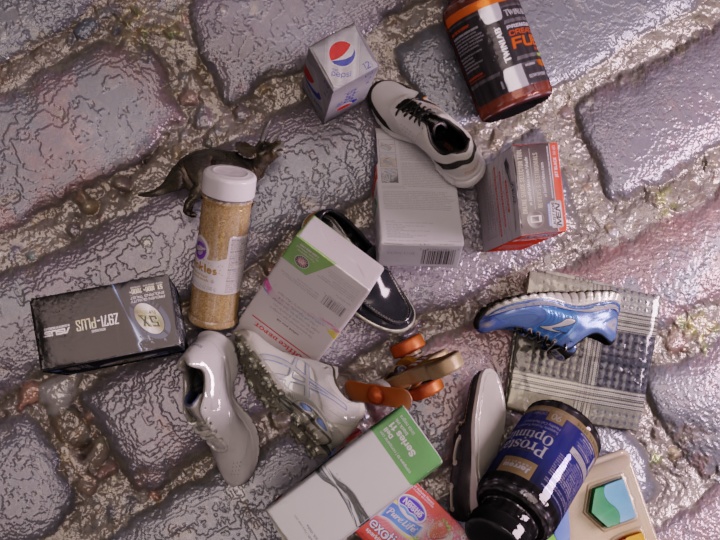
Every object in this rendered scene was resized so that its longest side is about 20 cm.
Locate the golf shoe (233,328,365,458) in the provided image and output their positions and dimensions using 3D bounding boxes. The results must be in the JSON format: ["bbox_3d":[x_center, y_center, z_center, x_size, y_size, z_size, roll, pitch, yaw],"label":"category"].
[{"bbox_3d":[-0.078,0.139,1.460,0.097,0.079,0.200,-32,67,-27],"label":"golf shoe"}]

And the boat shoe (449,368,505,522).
[{"bbox_3d":[0.149,0.230,1.526,0.073,0.060,0.203,5,84,-48],"label":"boat shoe"}]

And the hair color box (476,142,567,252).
[{"bbox_3d":[0.202,-0.089,1.487,0.063,0.200,0.113,-5,86,-6],"label":"hair color box"}]

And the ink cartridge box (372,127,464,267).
[{"bbox_3d":[0.072,-0.098,1.538,0.107,0.051,0.202,1,52,-6],"label":"ink cartridge box"}]

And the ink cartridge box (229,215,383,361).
[{"bbox_3d":[-0.073,0.045,1.486,0.117,0.067,0.201,36,122,-2],"label":"ink cartridge box"}]

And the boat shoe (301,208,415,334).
[{"bbox_3d":[0.000,0.000,1.522,0.074,0.062,0.201,-40,90,-26],"label":"boat shoe"}]

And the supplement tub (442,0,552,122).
[{"bbox_3d":[0.174,-0.307,1.550,0.106,0.107,0.202,-21,88,-7],"label":"supplement tub"}]

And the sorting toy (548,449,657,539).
[{"bbox_3d":[0.303,0.359,1.544,0.183,0.036,0.202,-17,87,-7],"label":"sorting toy"}]

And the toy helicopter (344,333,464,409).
[{"bbox_3d":[0.064,0.130,1.454,0.131,0.200,0.080,-24,88,-25],"label":"toy helicopter"}]

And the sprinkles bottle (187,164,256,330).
[{"bbox_3d":[-0.175,-0.028,1.470,0.067,0.068,0.203,7,110,-5],"label":"sprinkles bottle"}]

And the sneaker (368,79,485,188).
[{"bbox_3d":[0.085,-0.195,1.521,0.200,0.080,0.074,40,81,24],"label":"sneaker"}]

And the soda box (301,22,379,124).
[{"bbox_3d":[-0.029,-0.245,1.475,0.068,0.200,0.064,-29,89,-6],"label":"soda box"}]

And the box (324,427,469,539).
[{"bbox_3d":[0.035,0.304,1.489,0.200,0.095,0.100,43,83,-1],"label":"box"}]

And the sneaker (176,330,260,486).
[{"bbox_3d":[-0.187,0.181,1.463,0.074,0.087,0.202,-10,101,30],"label":"sneaker"}]

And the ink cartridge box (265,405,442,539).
[{"bbox_3d":[-0.010,0.252,1.367,0.199,0.147,0.083,-36,85,-8],"label":"ink cartridge box"}]

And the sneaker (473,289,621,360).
[{"bbox_3d":[0.244,0.072,1.510,0.197,0.079,0.091,-2,86,-7],"label":"sneaker"}]

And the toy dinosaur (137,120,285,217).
[{"bbox_3d":[-0.190,-0.121,1.523,0.197,0.077,0.104,-10,75,-2],"label":"toy dinosaur"}]

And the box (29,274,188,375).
[{"bbox_3d":[-0.299,0.070,1.420,0.162,0.200,0.087,-11,85,-7],"label":"box"}]

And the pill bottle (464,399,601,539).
[{"bbox_3d":[0.215,0.268,1.467,0.112,0.112,0.200,42,54,-1],"label":"pill bottle"}]

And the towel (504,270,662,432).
[{"bbox_3d":[0.297,0.107,1.571,0.197,0.035,0.195,11,87,-7],"label":"towel"}]
